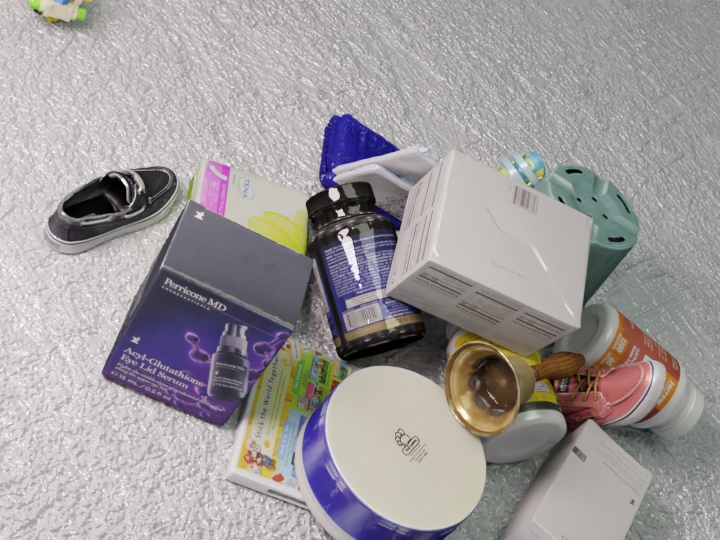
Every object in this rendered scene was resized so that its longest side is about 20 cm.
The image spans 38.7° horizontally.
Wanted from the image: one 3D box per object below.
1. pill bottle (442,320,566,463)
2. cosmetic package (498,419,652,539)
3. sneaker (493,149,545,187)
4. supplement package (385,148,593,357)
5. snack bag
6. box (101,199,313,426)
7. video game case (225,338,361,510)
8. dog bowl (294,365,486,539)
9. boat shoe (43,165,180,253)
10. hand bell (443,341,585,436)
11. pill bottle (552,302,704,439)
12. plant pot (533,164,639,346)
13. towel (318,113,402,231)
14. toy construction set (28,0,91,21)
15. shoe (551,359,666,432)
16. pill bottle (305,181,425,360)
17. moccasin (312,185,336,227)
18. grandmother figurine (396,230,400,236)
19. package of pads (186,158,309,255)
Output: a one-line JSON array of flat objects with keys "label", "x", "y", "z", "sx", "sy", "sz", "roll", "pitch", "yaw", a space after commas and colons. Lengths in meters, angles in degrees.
[{"label": "pill bottle", "x": 0.173, "y": 0.128, "z": 1.282, "sx": 0.114, "sy": 0.114, "sz": 0.200, "roll": 6, "pitch": 51, "yaw": -29}, {"label": "cosmetic package", "x": 0.258, "y": 0.286, "z": 1.224, "sx": 0.113, "sy": 0.081, "sz": 0.200, "roll": 41, "pitch": 41, "yaw": 2}, {"label": "sneaker", "x": 0.194, "y": -0.123, "z": 1.466, "sx": 0.080, "sy": 0.130, "sz": 0.200, "roll": 56, "pitch": 25, "yaw": 6}, {"label": "supplement package", "x": 0.153, "y": -0.018, "z": 1.201, "sx": 0.200, "sy": 0.111, "sz": 0.156, "roll": 24, "pitch": 59, "yaw": -17}, {"label": "snack bag", "x": 0.085, "y": -0.094, "z": 1.309, "sx": 0.188, "sy": 0.200, "sz": 0.021, "roll": 30, "pitch": 70, "yaw": -28}, {"label": "box", "x": -0.161, "y": 0.049, "z": 1.067, "sx": 0.148, "sy": 0.200, "sz": 0.104, "roll": 25, "pitch": 43, "yaw": -12}, {"label": "video game case", "x": -0.047, "y": 0.179, "z": 1.161, "sx": 0.182, "sy": 0.023, "sz": 0.200, "roll": 24, "pitch": 45, "yaw": -14}, {"label": "dog bowl", "x": 0.034, "y": 0.207, "z": 1.116, "sx": 0.200, "sy": 0.079, "sz": 0.200, "roll": 18, "pitch": 46, "yaw": -20}, {"label": "boat shoe", "x": -0.282, "y": -0.088, "z": 1.205, "sx": 0.072, "sy": 0.068, "sz": 0.200, "roll": 47, "pitch": 43, "yaw": 11}, {"label": "hand bell", "x": 0.198, "y": 0.120, "z": 1.181, "sx": 0.200, "sy": 0.104, "sz": 0.104, "roll": -7, "pitch": 57, "yaw": -46}, {"label": "pill bottle", "x": 0.366, "y": 0.141, "z": 1.388, "sx": 0.200, "sy": 0.112, "sz": 0.112, "roll": 37, "pitch": 41, "yaw": -17}, {"label": "plant pot", "x": 0.269, "y": -0.030, "z": 1.424, "sx": 0.200, "sy": 0.196, "sz": 0.201, "roll": 17, "pitch": 46, "yaw": -19}, {"label": "towel", "x": 0.037, "y": -0.131, "z": 1.448, "sx": 0.200, "sy": 0.050, "sz": 0.148, "roll": 27, "pitch": 42, "yaw": -24}, {"label": "toy construction set", "x": -0.395, "y": -0.410, "z": 1.368, "sx": 0.092, "sy": 0.131, "sz": 0.200, "roll": 18, "pitch": 45, "yaw": -20}, {"label": "shoe", "x": 0.289, "y": 0.152, "z": 1.281, "sx": 0.091, "sy": 0.200, "sz": 0.072, "roll": 21, "pitch": 61, "yaw": -12}, {"label": "pill bottle", "x": 0.000, "y": 0.000, "z": 1.244, "sx": 0.112, "sy": 0.112, "sz": 0.200, "roll": -8, "pitch": 78, "yaw": -38}, {"label": "moccasin", "x": 0.017, "y": -0.025, "z": 1.341, "sx": 0.074, "sy": 0.078, "sz": 0.202, "roll": -14, "pitch": 62, "yaw": -41}, {"label": "grandmother figurine", "x": 0.129, "y": -0.011, "z": 1.369, "sx": 0.200, "sy": 0.121, "sz": 0.061, "roll": 16, "pitch": 56, "yaw": 22}, {"label": "package of pads", "x": -0.139, "y": -0.034, "z": 1.253, "sx": 0.154, "sy": 0.068, "sz": 0.200, "roll": 18, "pitch": 46, "yaw": -19}]
